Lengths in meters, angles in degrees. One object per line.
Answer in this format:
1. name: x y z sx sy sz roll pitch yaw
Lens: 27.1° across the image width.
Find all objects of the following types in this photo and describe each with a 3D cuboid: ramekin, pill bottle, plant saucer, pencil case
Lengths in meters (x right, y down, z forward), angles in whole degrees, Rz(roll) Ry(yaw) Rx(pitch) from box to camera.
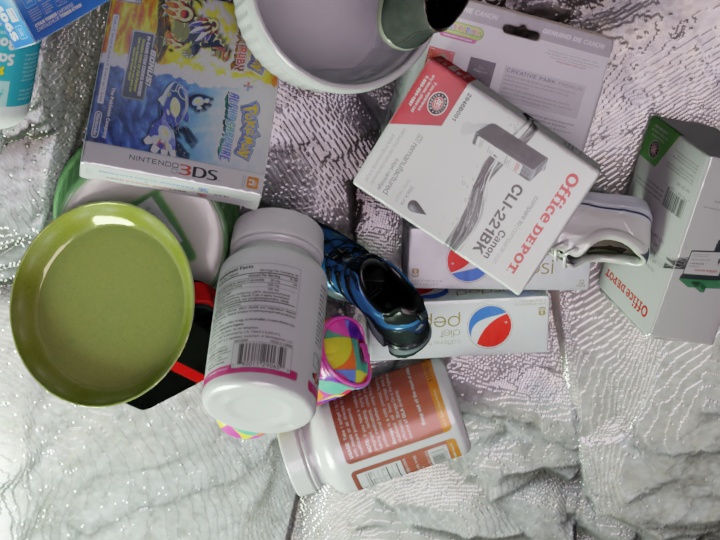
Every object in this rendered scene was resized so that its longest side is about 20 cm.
1. ramekin: -0.225 -0.045 1.554 0.197 0.098 0.203 -1 110 -4
2. ramekin: -0.030 -0.268 1.455 0.198 0.105 0.203 1 89 -22
3. pill bottle: 0.014 0.177 1.645 0.198 0.112 0.113 -18 110 3
4. plant saucer: -0.250 0.034 1.469 0.197 0.031 0.203 -2 81 15
5. pencil case: -0.073 0.115 1.585 0.088 0.089 0.199 46 135 -17
6. pill bottle: -0.090 0.047 1.479 0.112 0.202 0.114 4 150 2
7. pill bottle: -0.372 -0.216 1.475 0.109 0.111 0.202 11 108 -8

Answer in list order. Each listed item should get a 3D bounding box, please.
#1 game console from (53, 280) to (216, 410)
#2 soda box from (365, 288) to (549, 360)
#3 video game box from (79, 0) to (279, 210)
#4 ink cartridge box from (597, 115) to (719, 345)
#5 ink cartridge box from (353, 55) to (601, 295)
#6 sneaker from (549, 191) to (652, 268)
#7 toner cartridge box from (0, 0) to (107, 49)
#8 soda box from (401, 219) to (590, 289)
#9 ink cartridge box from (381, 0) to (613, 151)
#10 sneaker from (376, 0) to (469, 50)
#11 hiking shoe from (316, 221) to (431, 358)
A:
1. game console: -0.204 0.081 1.568 0.175 0.200 0.031 -27 66 11
2. soda box: 0.104 0.052 1.633 0.197 0.064 0.069 -2 110 -3
3. video game box: -0.173 -0.175 1.485 0.180 0.047 0.203 10 72 -10
4. ink cartridge box: 0.337 -0.042 1.572 0.083 0.146 0.202 9 110 -18
5. ink cartridge box: 0.116 -0.093 1.453 0.199 0.084 0.145 34 103 3
6. sneaker: 0.204 -0.042 1.521 0.197 0.072 0.073 2 150 -5
7. toner cartridge box: -0.267 -0.300 1.426 0.200 0.043 0.096 -40 113 -34
8. soda box: 0.144 -0.022 1.602 0.197 0.064 0.069 0 110 -5
9. ink cartridge box: 0.140 -0.186 1.540 0.197 0.084 0.178 14 107 -9
10. sneaker: 0.072 -0.308 1.381 0.074 0.106 0.203 6 89 -23
11. hiking shoe: 0.000 0.000 1.558 0.199 0.087 0.074 38 63 20
